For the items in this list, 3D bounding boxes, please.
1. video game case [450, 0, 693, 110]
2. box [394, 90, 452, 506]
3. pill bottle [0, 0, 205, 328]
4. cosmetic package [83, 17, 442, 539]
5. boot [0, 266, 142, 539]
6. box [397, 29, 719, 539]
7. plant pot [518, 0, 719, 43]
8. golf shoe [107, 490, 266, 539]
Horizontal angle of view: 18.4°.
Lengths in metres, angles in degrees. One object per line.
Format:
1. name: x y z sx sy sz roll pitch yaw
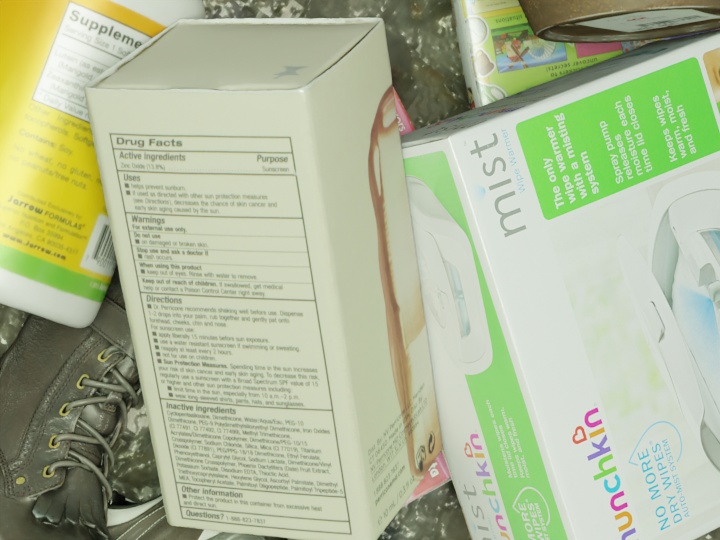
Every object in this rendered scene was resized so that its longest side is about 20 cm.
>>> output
1. video game case: 0.141 -0.136 1.057 0.198 0.023 0.184 -12 95 -11
2. box: 0.000 0.000 1.046 0.095 0.100 0.201 -29 97 -8
3. pill bottle: -0.133 -0.087 0.962 0.110 0.111 0.201 21 88 -11
4. cosmetic package: -0.036 0.003 0.920 0.103 0.087 0.201 4 117 24
5. boot: -0.116 0.056 0.993 0.174 0.200 0.069 -52 134 1
6. box: 0.113 0.014 0.980 0.176 0.097 0.201 -20 97 -28
7. plant pot: 0.114 -0.204 0.954 0.185 0.187 0.202 -4 88 -10
8. golf shoe: -0.118 0.159 1.037 0.199 0.095 0.078 -30 138 24
